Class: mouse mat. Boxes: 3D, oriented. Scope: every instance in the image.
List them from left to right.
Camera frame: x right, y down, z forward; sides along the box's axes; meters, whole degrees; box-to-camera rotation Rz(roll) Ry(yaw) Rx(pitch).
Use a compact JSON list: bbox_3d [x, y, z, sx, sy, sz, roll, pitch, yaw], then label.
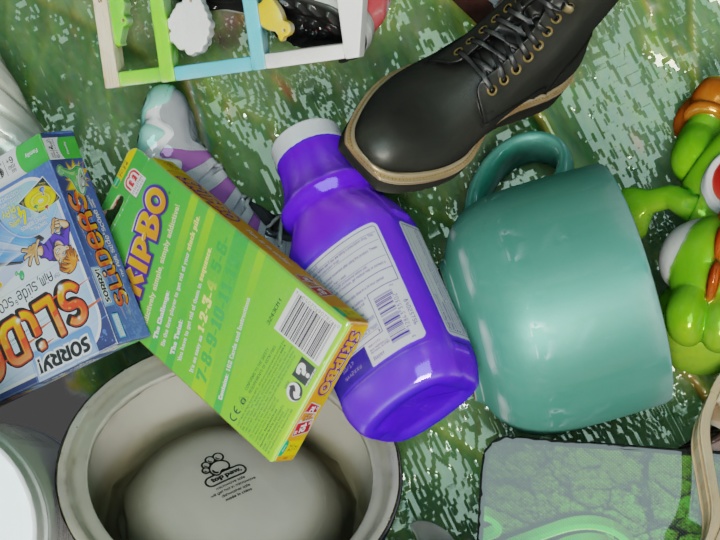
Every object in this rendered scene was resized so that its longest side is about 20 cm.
[{"bbox_3d":[0.165,0.182,0.961,0.199,0.008,0.162,3,83,2],"label":"mouse mat"}]

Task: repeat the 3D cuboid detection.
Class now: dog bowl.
[{"bbox_3d":[-0.076,0.137,0.974,0.199,0.074,0.201,2,44,-2],"label":"dog bowl"}]

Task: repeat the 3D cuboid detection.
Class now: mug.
[{"bbox_3d":[0.110,0.016,1.023,0.114,0.185,0.153,-16,114,0],"label":"mug"}]

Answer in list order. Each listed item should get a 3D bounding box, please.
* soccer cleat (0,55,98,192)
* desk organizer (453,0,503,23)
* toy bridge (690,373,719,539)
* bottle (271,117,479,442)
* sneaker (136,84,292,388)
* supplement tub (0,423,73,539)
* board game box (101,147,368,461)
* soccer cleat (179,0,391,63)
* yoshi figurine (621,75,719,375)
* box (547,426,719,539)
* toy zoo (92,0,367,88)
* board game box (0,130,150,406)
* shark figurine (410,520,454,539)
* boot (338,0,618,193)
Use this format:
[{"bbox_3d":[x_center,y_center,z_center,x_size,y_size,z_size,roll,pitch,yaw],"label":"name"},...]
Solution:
[{"bbox_3d":[-0.214,-0.063,1.080,0.077,0.069,0.201,-16,87,-9],"label":"soccer cleat"},{"bbox_3d":[0.039,-0.252,1.086,0.200,0.077,0.072,44,85,7],"label":"desk organizer"},{"bbox_3d":[0.232,0.088,0.961,0.067,0.027,0.200,26,55,10],"label":"toy bridge"},{"bbox_3d":[0.000,0.000,0.986,0.083,0.065,0.201,-39,58,24],"label":"bottle"},{"bbox_3d":[-0.064,-0.028,1.066,0.139,0.078,0.201,-10,92,-1],"label":"sneaker"},{"bbox_3d":[-0.231,0.153,0.980,0.131,0.200,0.133,0,82,2],"label":"supplement tub"},{"bbox_3d":[-0.090,0.016,0.982,0.200,0.030,0.096,38,107,28],"label":"board game box"},{"bbox_3d":[-0.073,-0.207,1.098,0.199,0.068,0.073,24,60,9],"label":"soccer cleat"},{"bbox_3d":[0.218,-0.016,1.026,0.112,0.112,0.201,-15,39,37],"label":"yoshi figurine"},{"bbox_3d":[0.161,0.174,1.014,0.199,0.100,0.075,-30,82,-2],"label":"box"},{"bbox_3d":[-0.073,-0.191,1.045,0.199,0.020,0.132,-7,97,11],"label":"toy zoo"},{"bbox_3d":[-0.234,0.015,1.031,0.199,0.034,0.136,-26,84,30],"label":"board game box"},{"bbox_3d":[0.008,0.203,0.912,0.214,0.090,0.128,-34,54,-5],"label":"shark figurine"},{"bbox_3d":[0.081,-0.135,0.995,0.077,0.138,0.200,46,51,7],"label":"boot"}]
